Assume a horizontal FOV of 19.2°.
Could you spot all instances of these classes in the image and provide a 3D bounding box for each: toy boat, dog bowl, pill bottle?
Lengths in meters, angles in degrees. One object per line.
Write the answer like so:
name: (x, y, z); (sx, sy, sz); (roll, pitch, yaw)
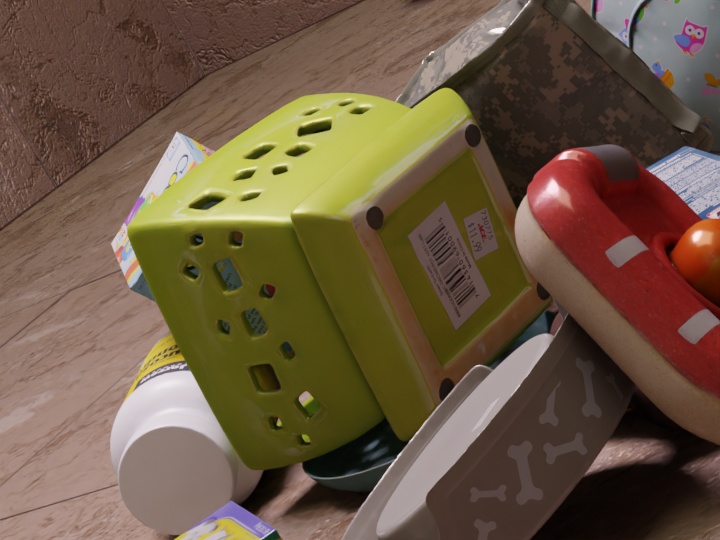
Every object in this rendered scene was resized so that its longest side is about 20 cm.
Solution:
toy boat: (0.185, -0.006, 1.079); (0.131, 0.200, 0.130); (-51, -19, 24)
dog bowl: (0.070, 0.101, 1.143); (0.200, 0.059, 0.200); (-50, 4, 4)
pill bottle: (-0.119, 0.115, 1.540); (0.112, 0.112, 0.200); (-28, 12, 11)

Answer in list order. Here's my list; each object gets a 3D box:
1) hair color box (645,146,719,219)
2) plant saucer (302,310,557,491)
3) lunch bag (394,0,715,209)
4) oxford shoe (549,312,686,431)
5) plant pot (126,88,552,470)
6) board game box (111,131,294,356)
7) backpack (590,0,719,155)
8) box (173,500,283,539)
hair color box: (0.219, -0.008, 1.256); (0.060, 0.100, 0.200); (-30, 12, -3)
plant saucer: (0.053, 0.091, 1.427); (0.200, 0.027, 0.200); (-29, 13, 7)
lunch bag: (0.131, -0.106, 1.463); (0.200, 0.164, 0.118); (-33, 18, 52)
oxford shoe: (0.155, 0.065, 1.246); (0.073, 0.071, 0.200); (-58, 13, 8)
plant pot: (0.000, 0.000, 1.414); (0.181, 0.201, 0.199); (-6, 26, 46)
board game box: (-0.069, -0.002, 1.584); (0.105, 0.199, 0.103); (-58, 23, 9)
backpack: (0.266, -0.168, 1.547); (0.199, 0.177, 0.153); (0, 27, 37)
box: (-0.137, 0.222, 1.314); (0.200, 0.048, 0.117); (-35, 13, -13)
